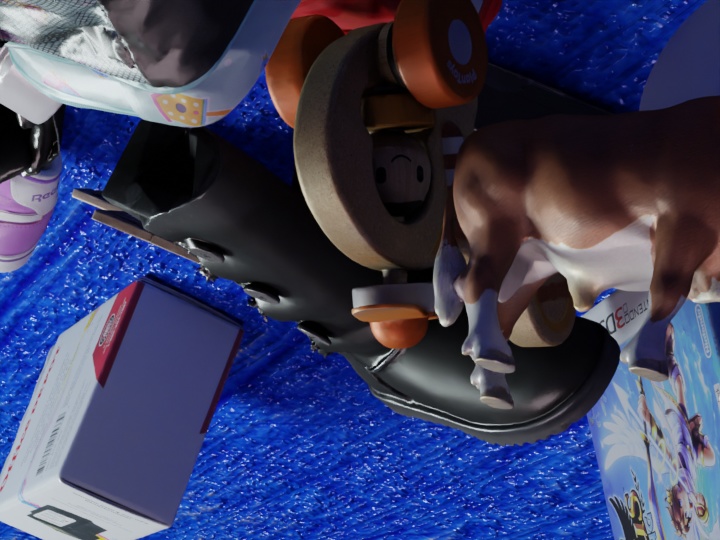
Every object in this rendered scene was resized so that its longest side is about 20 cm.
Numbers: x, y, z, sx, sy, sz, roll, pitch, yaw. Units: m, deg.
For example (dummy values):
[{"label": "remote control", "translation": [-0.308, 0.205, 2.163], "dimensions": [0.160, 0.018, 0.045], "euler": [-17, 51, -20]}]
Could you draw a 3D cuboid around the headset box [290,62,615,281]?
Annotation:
[{"label": "headset box", "translation": [0.045, -0.035, 1.148], "dimensions": [0.148, 0.078, 0.200], "euler": [22, 162, 2]}]

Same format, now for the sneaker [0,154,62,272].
[{"label": "sneaker", "translation": [-0.255, -0.092, 1.354], "dimensions": [0.200, 0.073, 0.114], "euler": [29, 140, -3]}]

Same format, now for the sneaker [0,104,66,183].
[{"label": "sneaker", "translation": [-0.183, -0.093, 1.184], "dimensions": [0.077, 0.112, 0.200], "euler": [29, 159, -18]}]

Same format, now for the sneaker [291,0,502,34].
[{"label": "sneaker", "translation": [-0.014, -0.111, 1.014], "dimensions": [0.115, 0.079, 0.200], "euler": [34, 158, -26]}]

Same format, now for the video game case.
[{"label": "video game case", "translation": [0.169, 0.098, 1.193], "dimensions": [0.045, 0.201, 0.181], "euler": [-8, 167, -16]}]

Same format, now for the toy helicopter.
[{"label": "toy helicopter", "translation": [0.035, -0.015, 0.978], "dimensions": [0.079, 0.133, 0.200], "euler": [-9, 149, 32]}]

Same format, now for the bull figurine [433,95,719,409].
[{"label": "bull figurine", "translation": [0.104, -0.015, 0.845], "dimensions": [0.065, 0.122, 0.200], "euler": [29, 159, -37]}]

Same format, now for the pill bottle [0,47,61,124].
[{"label": "pill bottle", "translation": [-0.198, -0.152, 1.026], "dimensions": [0.200, 0.115, 0.114], "euler": [33, 158, -16]}]

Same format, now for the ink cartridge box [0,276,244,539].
[{"label": "ink cartridge box", "translation": [-0.166, 0.102, 1.617], "dimensions": [0.083, 0.146, 0.200], "euler": [25, 161, -15]}]

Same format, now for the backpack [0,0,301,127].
[{"label": "backpack", "translation": [-0.103, -0.152, 0.860], "dimensions": [0.199, 0.176, 0.153], "euler": [16, 156, 27]}]

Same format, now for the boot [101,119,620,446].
[{"label": "boot", "translation": [-0.001, 0.000, 1.092], "dimensions": [0.200, 0.066, 0.164], "euler": [41, 153, -31]}]

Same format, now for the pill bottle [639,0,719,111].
[{"label": "pill bottle", "translation": [0.207, -0.026, 0.944], "dimensions": [0.200, 0.113, 0.113], "euler": [33, 158, -28]}]

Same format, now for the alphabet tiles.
[{"label": "alphabet tiles", "translation": [-0.072, -0.012, 1.302], "dimensions": [0.167, 0.008, 0.200], "euler": [23, -176, 9]}]
